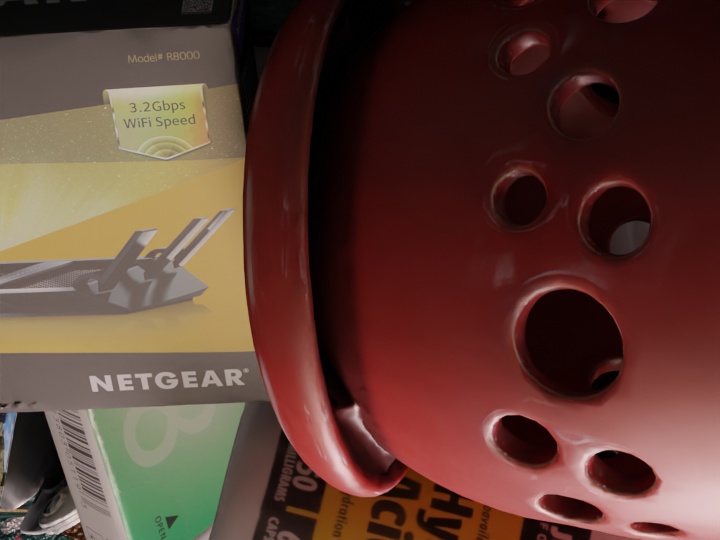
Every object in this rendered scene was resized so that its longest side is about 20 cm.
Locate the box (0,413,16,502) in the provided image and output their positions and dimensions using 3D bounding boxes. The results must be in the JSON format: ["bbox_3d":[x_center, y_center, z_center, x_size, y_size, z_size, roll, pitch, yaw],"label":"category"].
[{"bbox_3d":[-0.213,0.060,1.057,0.038,0.137,0.200,5,-167,-31],"label":"box"}]

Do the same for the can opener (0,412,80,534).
[{"bbox_3d":[-0.118,0.041,1.085,0.053,0.200,0.067,-24,120,34],"label":"can opener"}]

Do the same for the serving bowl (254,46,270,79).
[{"bbox_3d":[-0.098,-0.020,0.918,0.199,0.066,0.200,-16,170,-3],"label":"serving bowl"}]

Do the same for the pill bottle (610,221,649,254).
[{"bbox_3d":[0.109,0.000,1.043,0.119,0.120,0.200,3,169,-24],"label":"pill bottle"}]

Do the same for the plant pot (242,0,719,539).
[{"bbox_3d":[0.065,-0.009,0.769,0.181,0.202,0.200,-2,170,16],"label":"plant pot"}]

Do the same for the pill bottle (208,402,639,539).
[{"bbox_3d":[0.042,0.115,0.873,0.199,0.112,0.111,15,169,-2],"label":"pill bottle"}]

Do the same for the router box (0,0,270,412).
[{"bbox_3d":[-0.130,-0.026,0.796,0.199,0.052,0.158,-3,127,5],"label":"router box"}]

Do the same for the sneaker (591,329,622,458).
[{"bbox_3d":[0.061,0.016,0.944,0.070,0.200,0.082,-41,134,1],"label":"sneaker"}]

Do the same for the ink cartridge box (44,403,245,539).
[{"bbox_3d":[-0.039,0.065,1.036,0.200,0.162,0.050,-32,-147,-29],"label":"ink cartridge box"}]
